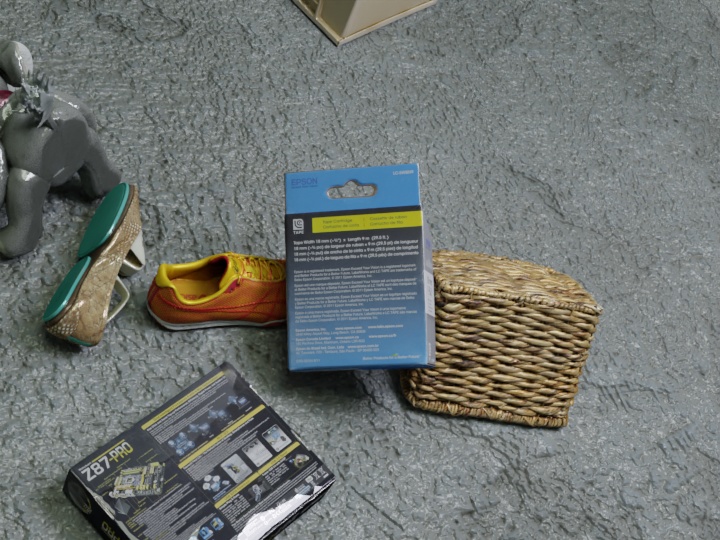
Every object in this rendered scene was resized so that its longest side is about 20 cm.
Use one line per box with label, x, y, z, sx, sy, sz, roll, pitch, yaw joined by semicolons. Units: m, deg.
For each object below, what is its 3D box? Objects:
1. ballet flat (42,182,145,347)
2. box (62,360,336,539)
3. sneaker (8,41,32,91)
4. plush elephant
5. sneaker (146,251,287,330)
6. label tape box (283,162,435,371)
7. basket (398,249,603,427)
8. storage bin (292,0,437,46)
ballet flat;-0.256;-0.002;1.248;0.065;0.070;0.200;42;46;-26
box;-0.145;0.196;1.142;0.161;0.049;0.200;45;50;12
sneaker;-0.445;-0.189;1.311;0.082;0.077;0.200;23;41;32
plush elephant;-0.358;-0.140;1.245;0.155;0.200;0.165;27;53;23
sneaker;-0.119;0.016;1.274;0.200;0.077;0.073;-11;58;-31
label tape box;0.000;0.000;1.248;0.144;0.063;0.201;-3;84;13
basket;0.138;0.069;1.354;0.199;0.149;0.143;8;19;-18
storage bin;-0.013;-0.426;1.651;0.200;0.094;0.199;-31;70;-37
